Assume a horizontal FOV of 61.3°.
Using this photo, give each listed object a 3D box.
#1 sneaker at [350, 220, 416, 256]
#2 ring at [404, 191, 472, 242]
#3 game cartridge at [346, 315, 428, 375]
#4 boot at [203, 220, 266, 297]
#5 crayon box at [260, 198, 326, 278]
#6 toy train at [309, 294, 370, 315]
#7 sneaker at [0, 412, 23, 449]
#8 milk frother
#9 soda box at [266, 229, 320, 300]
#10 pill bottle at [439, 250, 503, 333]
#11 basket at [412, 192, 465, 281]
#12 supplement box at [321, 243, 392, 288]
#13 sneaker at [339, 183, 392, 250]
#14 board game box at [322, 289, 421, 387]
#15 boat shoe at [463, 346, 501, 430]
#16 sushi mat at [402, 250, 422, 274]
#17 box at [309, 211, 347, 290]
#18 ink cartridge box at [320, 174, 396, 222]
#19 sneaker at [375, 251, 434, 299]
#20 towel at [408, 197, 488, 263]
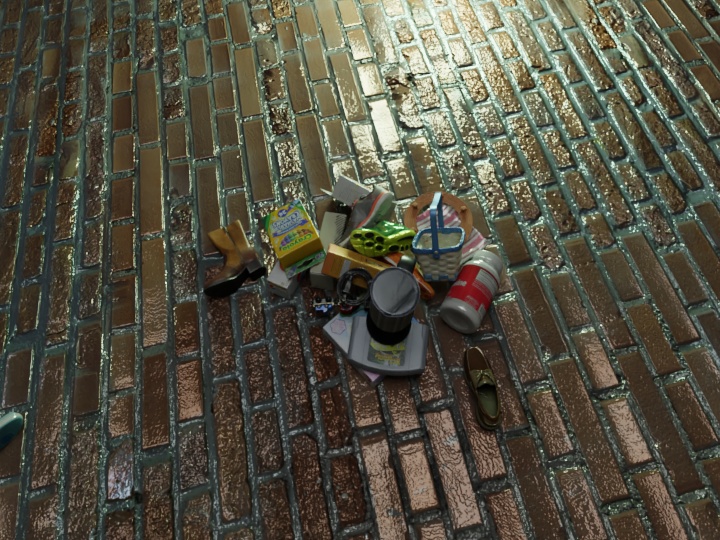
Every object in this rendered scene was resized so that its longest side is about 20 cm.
[{"bbox_3d":[0.053,-0.086,1.615,0.194,0.076,0.084,-2,30,-30],"label":"sneaker"},{"bbox_3d":[0.221,-0.142,1.718,0.193,0.019,0.206,-2,62,4],"label":"ring"},{"bbox_3d":[0.068,0.188,1.497,0.193,0.041,0.137,6,64,5],"label":"game cartridge"},{"bbox_3d":[-0.380,-0.040,1.684,0.185,0.069,0.202,-30,61,-15],"label":"boot"},{"bbox_3d":[-0.180,-0.090,1.637,0.123,0.052,0.202,-27,52,-5],"label":"crayon box"},{"bbox_3d":[-0.034,0.089,1.564,0.193,0.034,0.047,-3,70,0],"label":"toy train"},{"bbox_3d":[-0.915,0.384,1.442,0.130,0.080,0.199,39,66,21],"label":"sneaker"},{"bbox_3d":[0.036,0.055,1.434,0.193,0.189,0.186,5,64,0],"label":"milk frother"},{"bbox_3d":[-0.179,-0.026,1.669,0.066,0.064,0.203,20,62,14],"label":"soda box"},{"bbox_3d":[0.293,0.051,1.574,0.110,0.114,0.202,25,62,17],"label":"pill bottle"},{"bbox_3d":[0.202,-0.084,1.573,0.134,0.207,0.177,2,20,14],"label":"basket"},{"bbox_3d":[0.000,0.000,1.563,0.194,0.071,0.067,18,21,-3],"label":"supplement box"},{"bbox_3d":[0.003,-0.145,1.639,0.082,0.077,0.201,42,92,24],"label":"sneaker"},{"bbox_3d":[0.037,0.158,1.560,0.198,0.042,0.199,-39,65,-19],"label":"board game box"},{"bbox_3d":[0.299,0.274,1.460,0.073,0.075,0.205,-10,59,-4],"label":"boat shoe"},{"bbox_3d":[0.108,-0.026,1.687,0.094,0.012,0.201,-31,63,-15],"label":"sushi mat"},{"bbox_3d":[-0.086,-0.055,1.674,0.066,0.083,0.205,8,60,6],"label":"box"},{"bbox_3d":[-0.006,-0.212,1.737,0.197,0.115,0.069,30,99,19],"label":"ink cartridge box"},{"bbox_3d":[0.128,-0.001,1.624,0.076,0.074,0.199,-35,66,-28],"label":"sneaker"},{"bbox_3d":[0.247,-0.106,1.720,0.144,0.030,0.201,-33,63,-16],"label":"towel"}]
